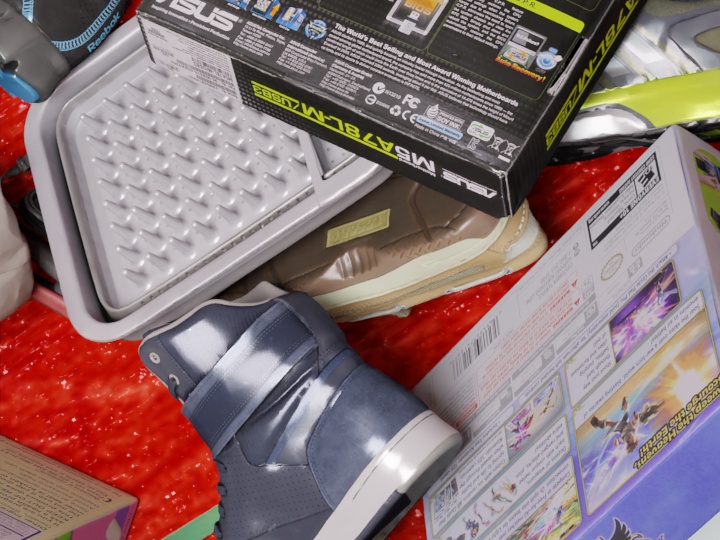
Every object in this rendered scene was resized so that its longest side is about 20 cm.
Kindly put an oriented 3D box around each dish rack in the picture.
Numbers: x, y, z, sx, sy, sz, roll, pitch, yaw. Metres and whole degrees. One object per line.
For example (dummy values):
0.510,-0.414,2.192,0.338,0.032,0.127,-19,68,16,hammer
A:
-0.068,-0.066,1.126,0.199,0.043,0.173,-32,54,17,dish rack

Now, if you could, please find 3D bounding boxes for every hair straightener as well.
-0.178,-0.029,1.191,0.199,0.041,0.077,30,103,18,hair straightener

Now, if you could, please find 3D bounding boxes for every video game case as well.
0.103,0.063,1.027,0.045,0.182,0.200,29,123,-23,video game case

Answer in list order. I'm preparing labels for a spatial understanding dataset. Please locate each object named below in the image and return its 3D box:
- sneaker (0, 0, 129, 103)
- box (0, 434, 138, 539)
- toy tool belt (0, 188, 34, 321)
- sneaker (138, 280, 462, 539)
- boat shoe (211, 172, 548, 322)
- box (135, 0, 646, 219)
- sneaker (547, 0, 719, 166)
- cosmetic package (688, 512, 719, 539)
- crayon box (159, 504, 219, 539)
-0.203,-0.175,1.185,0.082,0.073,0.200,-42,78,-12,sneaker
-0.213,0.190,1.141,0.096,0.200,0.177,23,100,14,box
-0.270,0.007,1.153,0.199,0.123,0.126,-5,117,33,toy tool belt
-0.060,0.099,1.090,0.146,0.077,0.203,42,116,11,sneaker
0.000,0.000,1.126,0.199,0.076,0.072,-10,57,37,boat shoe
0.029,-0.144,1.057,0.199,0.048,0.194,24,65,20,box
0.107,-0.096,1.092,0.198,0.074,0.082,-6,82,13,sneaker
0.154,0.119,1.070,0.090,0.107,0.201,34,105,10,cosmetic package
-0.030,0.209,1.163,0.125,0.052,0.201,-32,85,17,crayon box
